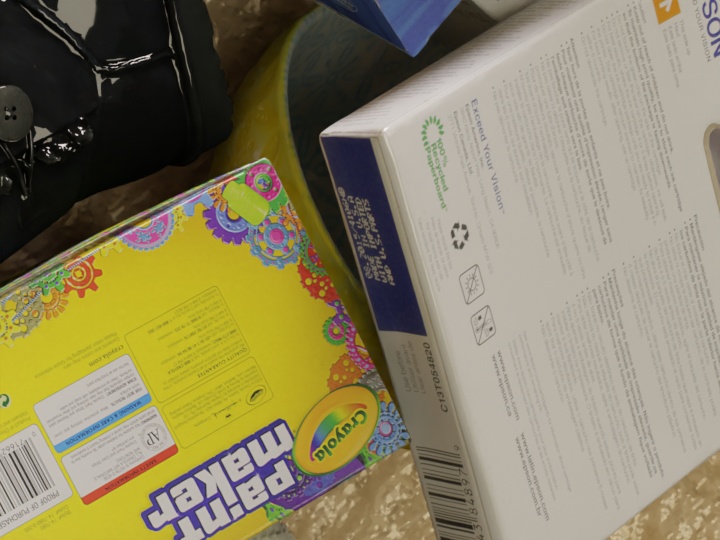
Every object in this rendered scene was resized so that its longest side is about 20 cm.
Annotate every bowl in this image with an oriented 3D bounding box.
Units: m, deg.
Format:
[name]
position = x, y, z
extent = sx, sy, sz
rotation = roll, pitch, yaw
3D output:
[bowl]
position = 0.000, 0.000, 1.147
extent = 0.108, 0.200, 0.200
rotation = -33, 124, 30

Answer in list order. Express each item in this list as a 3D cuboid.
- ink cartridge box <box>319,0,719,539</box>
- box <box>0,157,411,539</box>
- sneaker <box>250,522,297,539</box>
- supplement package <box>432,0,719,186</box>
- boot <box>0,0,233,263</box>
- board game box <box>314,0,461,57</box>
[ink cartridge box]
position = 0.086, -0.003, 1.066
extent = 0.200, 0.041, 0.200
rotation = -31, 114, -37
[box]
position = -0.122, 0.065, 1.043
extent = 0.200, 0.193, 0.122
rotation = -29, 95, -23
[sneaker]
position = -0.096, 0.157, 1.164
extent = 0.200, 0.099, 0.070
rotation = -9, 70, -58
[supplement package]
position = 0.098, -0.121, 1.145
extent = 0.200, 0.114, 0.110
rotation = 39, 84, -27
[boot]
position = -0.143, -0.099, 1.016
extent = 0.168, 0.076, 0.200
rotation = -31, 114, -36
[board game box]
position = 0.011, -0.205, 1.065
extent = 0.199, 0.200, 0.043
rotation = -49, 142, -9
